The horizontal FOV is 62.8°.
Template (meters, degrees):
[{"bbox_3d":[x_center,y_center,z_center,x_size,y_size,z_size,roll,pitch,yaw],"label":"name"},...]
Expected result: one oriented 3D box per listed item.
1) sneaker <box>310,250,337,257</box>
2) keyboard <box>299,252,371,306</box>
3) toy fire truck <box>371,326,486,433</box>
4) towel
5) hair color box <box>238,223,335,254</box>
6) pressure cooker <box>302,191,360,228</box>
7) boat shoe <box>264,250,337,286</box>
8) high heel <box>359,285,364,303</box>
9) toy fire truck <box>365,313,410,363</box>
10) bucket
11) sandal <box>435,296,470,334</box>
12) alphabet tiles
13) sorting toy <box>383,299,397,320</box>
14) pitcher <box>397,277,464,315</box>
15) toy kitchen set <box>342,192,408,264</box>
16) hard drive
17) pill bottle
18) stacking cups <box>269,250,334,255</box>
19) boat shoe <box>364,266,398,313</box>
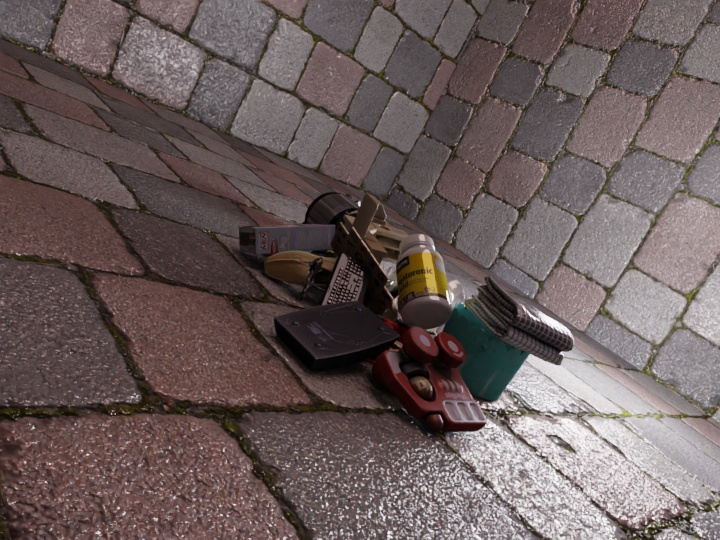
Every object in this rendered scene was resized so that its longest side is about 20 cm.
[{"bbox_3d":[-0.090,-0.003,1.403,0.071,0.084,0.200,14,7,14],"label":"sneaker"},{"bbox_3d":[-0.056,0.042,1.145,0.126,0.021,0.201,23,50,-5],"label":"keyboard"},{"bbox_3d":[0.121,0.199,1.013,0.199,0.112,0.169,15,37,-44],"label":"toy fire truck"},{"bbox_3d":[0.338,0.102,1.257,0.165,0.086,0.200,24,14,-22],"label":"towel"},{"bbox_3d":[-0.166,-0.074,1.345,0.199,0.061,0.099,-6,8,-33],"label":"hair color box"},{"bbox_3d":[-0.068,-0.138,1.755,0.175,0.180,0.200,14,19,-39],"label":"pressure cooker"},{"bbox_3d":[-0.112,0.003,1.242,0.198,0.072,0.076,1,24,8],"label":"boat shoe"},{"bbox_3d":[-0.024,0.049,1.286,0.067,0.096,0.200,27,12,-4],"label":"high heel"},{"bbox_3d":[0.055,0.142,1.197,0.199,0.049,0.141,19,16,-40],"label":"toy fire truck"},{"bbox_3d":[0.259,0.178,1.298,0.206,0.135,0.207,28,12,-6],"label":"bucket"},{"bbox_3d":[0.243,0.128,1.454,0.059,0.079,0.207,47,-19,14],"label":"sandal"},{"bbox_3d":[0.000,0.000,1.256,0.006,0.167,0.201,-27,74,-26],"label":"alphabet tiles"},{"bbox_3d":[0.014,0.052,1.501,0.184,0.037,0.200,28,12,-3],"label":"sorting toy"},{"bbox_3d":[0.151,0.082,1.472,0.200,0.171,0.122,-9,76,-61],"label":"pitcher"},{"bbox_3d":[0.065,-0.077,1.383,0.179,0.164,0.200,13,22,-26],"label":"toy kitchen set"},{"bbox_3d":[-0.041,0.111,1.024,0.199,0.043,0.135,-9,36,-44],"label":"hard drive"},{"bbox_3d":[0.136,0.020,1.311,0.111,0.111,0.201,21,45,-28],"label":"pill bottle"},{"bbox_3d":[-0.152,-0.045,1.464,0.199,0.061,0.060,18,16,-42],"label":"stacking cups"},{"bbox_3d":[0.046,0.047,1.406,0.065,0.075,0.202,36,38,16],"label":"boat shoe"}]
